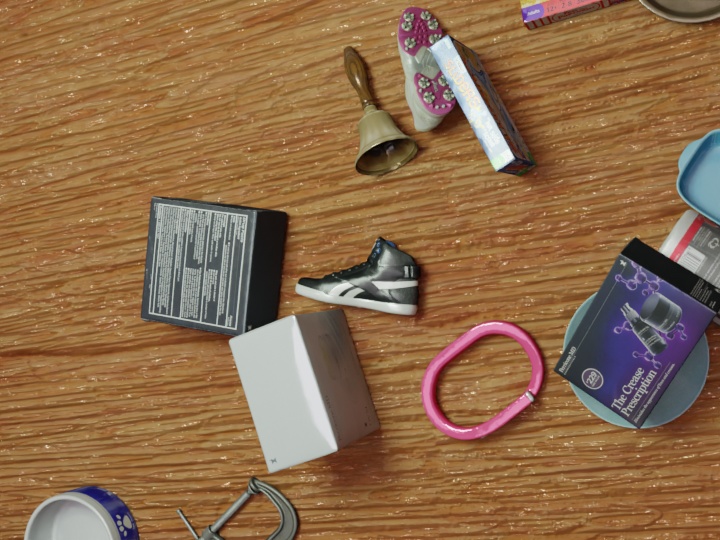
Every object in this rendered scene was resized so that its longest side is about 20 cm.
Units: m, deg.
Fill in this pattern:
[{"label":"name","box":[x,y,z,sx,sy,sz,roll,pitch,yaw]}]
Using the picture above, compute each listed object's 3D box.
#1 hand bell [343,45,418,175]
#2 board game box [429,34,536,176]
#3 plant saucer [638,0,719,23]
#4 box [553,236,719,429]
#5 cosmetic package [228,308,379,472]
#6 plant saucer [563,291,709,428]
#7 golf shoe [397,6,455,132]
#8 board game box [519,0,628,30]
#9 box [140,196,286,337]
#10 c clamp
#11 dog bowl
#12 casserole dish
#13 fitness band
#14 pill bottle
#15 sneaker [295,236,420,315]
[{"label":"hand bell","box":[0.010,-0.262,1.419,0.103,0.104,0.203,-26,69,19]},{"label":"board game box","box":[0.179,-0.234,1.313,0.034,0.135,0.203,-30,81,22]},{"label":"plant saucer","box":[0.463,-0.440,1.255,0.196,0.029,0.205,0,89,19]},{"label":"box","box":[0.365,0.083,1.201,0.140,0.078,0.202,35,124,21]},{"label":"cosmetic package","box":[-0.080,0.175,1.382,0.121,0.199,0.203,-21,84,20]},{"label":"plant saucer","box":[0.388,0.119,1.287,0.197,0.039,0.206,0,90,21]},{"label":"golf shoe","box":[0.088,-0.303,1.380,0.074,0.092,0.204,-1,65,-14]},{"label":"board game box","box":[0.292,-0.470,1.314,0.149,0.046,0.204,-12,86,20]},{"label":"box","box":[-0.236,-0.008,1.482,0.195,0.123,0.204,9,95,22]},{"label":"c clamp","box":[-0.203,0.422,1.525,0.199,0.027,0.172,-41,77,17]},{"label":"dog bowl","box":[-0.492,0.489,1.610,0.196,0.079,0.205,0,91,21]},{"label":"casserole dish","box":[0.520,-0.104,1.224,0.199,0.039,0.122,35,89,18]},{"label":"fitness band","box":[0.182,0.166,1.369,0.199,0.037,0.145,-39,77,16]},{"label":"pill bottle","box":[0.490,0.017,1.208,0.199,0.110,0.112,36,102,17]},{"label":"sneaker","box":[0.000,0.000,1.424,0.196,0.073,0.114,9,90,12]}]
